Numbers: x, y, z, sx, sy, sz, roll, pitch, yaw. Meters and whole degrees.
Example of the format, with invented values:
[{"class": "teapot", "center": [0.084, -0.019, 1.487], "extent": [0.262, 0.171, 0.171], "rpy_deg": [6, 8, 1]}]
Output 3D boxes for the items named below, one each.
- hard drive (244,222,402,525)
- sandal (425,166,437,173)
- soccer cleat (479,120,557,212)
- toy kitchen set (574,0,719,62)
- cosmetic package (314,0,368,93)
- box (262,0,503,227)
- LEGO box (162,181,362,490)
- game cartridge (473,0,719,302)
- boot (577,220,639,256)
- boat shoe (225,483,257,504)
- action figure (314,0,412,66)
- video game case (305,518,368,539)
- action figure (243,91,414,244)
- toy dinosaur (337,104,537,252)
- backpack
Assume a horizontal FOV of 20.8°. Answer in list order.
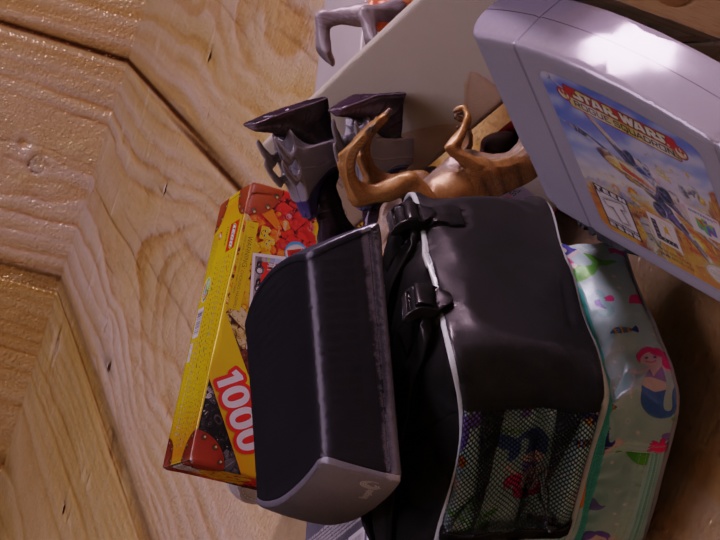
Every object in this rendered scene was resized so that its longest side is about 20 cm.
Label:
[{"class": "hard drive", "center": [-0.023, 0.058, 0.980], "extent": [0.200, 0.042, 0.135], "rpy_deg": [135, 131, -73]}, {"class": "sandal", "center": [0.054, 0.025, 1.158], "extent": [0.082, 0.050, 0.203], "rpy_deg": [104, 153, -58]}, {"class": "soccer cleat", "center": [0.090, -0.050, 1.174], "extent": [0.200, 0.076, 0.067], "rpy_deg": [133, 148, -57]}, {"class": "toy kitchen set", "center": [0.179, -0.195, 0.838], "extent": [0.163, 0.180, 0.200], "rpy_deg": [-166, 93, -72]}, {"class": "cosmetic package", "center": [0.021, -0.187, 1.517], "extent": [0.107, 0.090, 0.200], "rpy_deg": [130, 148, -54]}, {"class": "box", "center": [0.043, -0.116, 1.153], "extent": [0.200, 0.078, 0.095], "rpy_deg": [-39, 5, 41]}, {"class": "LEGO box", "center": [-0.039, 0.058, 1.370], "extent": [0.077, 0.149, 0.200], "rpy_deg": [153, 130, -68]}, {"class": "game cartridge", "center": [0.132, -0.046, 0.833], "extent": [0.042, 0.133, 0.200], "rpy_deg": [-46, 46, -11]}, {"class": "boot", "center": [0.156, -0.102, 0.979], "extent": [0.200, 0.076, 0.168], "rpy_deg": [-105, 25, -72]}, {"class": "boat shoe", "center": [-0.049, 0.125, 1.501], "extent": [0.200, 0.072, 0.069], "rpy_deg": [-51, 27, 34]}, {"class": "action figure", "center": [0.066, -0.208, 1.267], "extent": [0.193, 0.105, 0.200], "rpy_deg": [-37, 2, -13]}, {"class": "video game case", "center": [-0.006, 0.102, 1.237], "extent": [0.143, 0.019, 0.200], "rpy_deg": [131, 146, -63]}, {"class": "action figure", "center": [0.000, 0.000, 1.125], "extent": [0.130, 0.069, 0.200], "rpy_deg": [-4, 105, 39]}, {"class": "toy dinosaur", "center": [0.027, -0.026, 1.042], "extent": [0.200, 0.106, 0.060], "rpy_deg": [-42, 5, -8]}, {"class": "backpack", "center": [0.069, 0.078, 0.986], "extent": [0.178, 0.150, 0.200], "rpy_deg": [-102, 22, -55]}]
